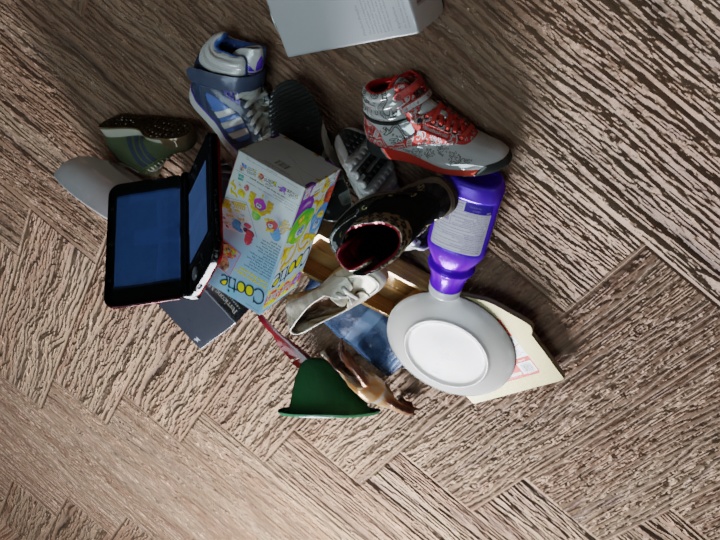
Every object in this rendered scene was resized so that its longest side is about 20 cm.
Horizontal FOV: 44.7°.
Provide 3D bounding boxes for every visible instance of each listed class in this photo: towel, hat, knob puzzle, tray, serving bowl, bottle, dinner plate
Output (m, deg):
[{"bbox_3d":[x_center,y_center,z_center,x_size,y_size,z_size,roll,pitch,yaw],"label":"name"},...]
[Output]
[{"bbox_3d":[-0.002,0.076,1.384,0.200,0.049,0.112,41,136,0],"label":"towel"},{"bbox_3d":[-0.064,0.154,1.482,0.166,0.199,0.177,168,103,-72],"label":"hat"},{"bbox_3d":[0.177,0.099,1.287,0.219,0.030,0.220,18,135,19],"label":"knob puzzle"},{"bbox_3d":[0.000,0.000,1.276,0.200,0.037,0.099,27,141,-23],"label":"tray"},{"bbox_3d":[-0.391,-0.128,1.424,0.200,0.200,0.066,36,93,5],"label":"serving bowl"},{"bbox_3d":[0.133,-0.047,1.171,0.083,0.065,0.200,18,130,10],"label":"bottle"},{"bbox_3d":[0.128,0.117,1.290,0.200,0.024,0.201,17,134,18],"label":"dinner plate"}]

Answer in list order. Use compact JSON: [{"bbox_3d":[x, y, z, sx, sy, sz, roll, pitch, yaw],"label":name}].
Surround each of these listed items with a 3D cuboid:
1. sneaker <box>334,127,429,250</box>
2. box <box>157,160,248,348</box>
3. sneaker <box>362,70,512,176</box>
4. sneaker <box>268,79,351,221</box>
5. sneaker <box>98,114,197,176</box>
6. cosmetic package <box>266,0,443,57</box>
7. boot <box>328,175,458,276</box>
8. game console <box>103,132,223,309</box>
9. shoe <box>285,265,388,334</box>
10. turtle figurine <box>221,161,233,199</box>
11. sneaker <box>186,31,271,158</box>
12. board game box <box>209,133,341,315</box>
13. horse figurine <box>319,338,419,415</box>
[{"bbox_3d":[0.020,-0.104,1.212,0.081,0.075,0.200,-17,113,52],"label":"sneaker"},{"bbox_3d":[-0.230,-0.026,1.351,0.200,0.198,0.123,48,137,-8],"label":"box"},{"bbox_3d":[0.090,-0.186,1.095,0.201,0.067,0.108,14,133,29],"label":"sneaker"},{"bbox_3d":[-0.072,-0.166,1.218,0.074,0.089,0.201,-20,100,3],"label":"sneaker"},{"bbox_3d":[-0.325,-0.191,1.383,0.200,0.067,0.090,13,131,34],"label":"sneaker"},{"bbox_3d":[-0.012,-0.327,1.050,0.199,0.074,0.102,2,125,36],"label":"cosmetic package"},{"bbox_3d":[0.013,-0.045,1.096,0.200,0.151,0.073,-18,104,35],"label":"boot"},{"bbox_3d":[-0.261,-0.068,1.157,0.118,0.201,0.172,7,148,-24],"label":"game console"},{"bbox_3d":[-0.036,0.043,1.267,0.070,0.054,0.200,35,138,-30],"label":"shoe"},{"bbox_3d":[-0.148,-0.087,1.295,0.199,0.101,0.150,18,176,-2],"label":"turtle figurine"},{"bbox_3d":[-0.150,-0.236,1.210,0.200,0.081,0.147,44,141,5],"label":"sneaker"},{"bbox_3d":[-0.121,-0.062,1.162,0.105,0.103,0.200,31,120,13],"label":"board game box"},{"bbox_3d":[0.009,0.177,1.409,0.132,0.050,0.200,41,175,31],"label":"horse figurine"}]
